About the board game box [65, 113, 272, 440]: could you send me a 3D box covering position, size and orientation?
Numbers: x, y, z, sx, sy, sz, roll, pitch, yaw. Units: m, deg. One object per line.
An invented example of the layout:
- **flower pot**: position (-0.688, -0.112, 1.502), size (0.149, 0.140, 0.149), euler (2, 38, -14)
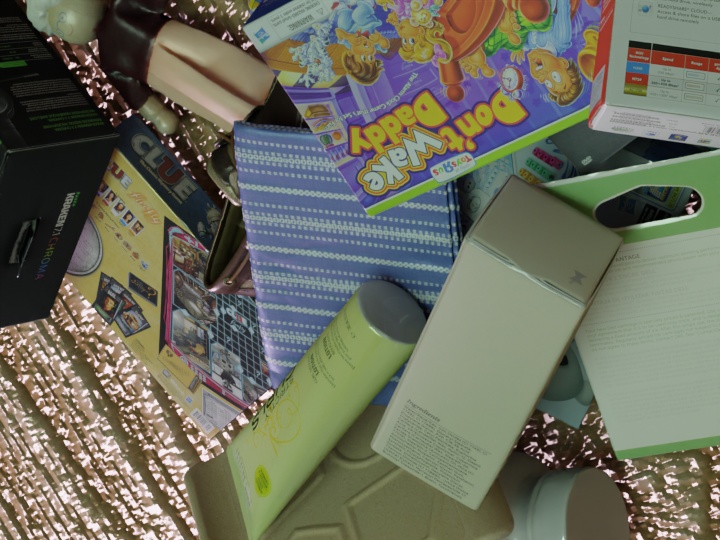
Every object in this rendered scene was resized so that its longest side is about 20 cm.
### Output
- **board game box**: position (-0.128, 0.007, 1.624), size (0.200, 0.035, 0.135), euler (49, 137, -1)

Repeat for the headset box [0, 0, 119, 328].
- **headset box**: position (-0.265, -0.077, 1.610), size (0.200, 0.093, 0.174), euler (51, 133, 28)

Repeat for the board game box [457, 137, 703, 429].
- **board game box**: position (0.084, -0.027, 1.460), size (0.199, 0.043, 0.200), euler (25, 125, 5)

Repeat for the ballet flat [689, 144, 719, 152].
- **ballet flat**: position (0.179, -0.112, 1.359), size (0.200, 0.068, 0.068), euler (32, 123, 5)

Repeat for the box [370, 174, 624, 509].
- **box**: position (0.077, 0.045, 1.386), size (0.082, 0.068, 0.200), euler (31, 136, 6)

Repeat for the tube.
- **tube**: position (-0.030, 0.087, 1.485), size (0.052, 0.058, 0.200), euler (39, 128, 0)

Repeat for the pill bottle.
- **pill bottle**: position (0.069, 0.176, 1.548), size (0.200, 0.111, 0.111), euler (-9, 108, 35)

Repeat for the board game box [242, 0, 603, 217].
- **board game box**: position (0.055, -0.128, 1.300), size (0.200, 0.045, 0.135), euler (-24, 111, 30)

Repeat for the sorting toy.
- **sorting toy**: position (-0.009, 0.151, 1.527), size (0.200, 0.185, 0.036), euler (-32, 136, 12)

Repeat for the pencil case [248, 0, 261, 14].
- **pencil case**: position (-0.036, -0.245, 1.427), size (0.087, 0.078, 0.201), euler (24, 127, 45)

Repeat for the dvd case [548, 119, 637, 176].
- **dvd case**: position (0.111, -0.164, 1.298), size (0.149, 0.016, 0.200), euler (-37, 103, 31)

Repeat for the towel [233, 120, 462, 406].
- **towel**: position (0.000, 0.000, 1.467), size (0.144, 0.024, 0.201), euler (6, 123, 20)

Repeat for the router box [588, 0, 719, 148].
- **router box**: position (0.227, -0.149, 1.213), size (0.199, 0.049, 0.180), euler (8, 78, -2)

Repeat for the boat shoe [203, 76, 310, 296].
- **boat shoe**: position (-0.060, -0.062, 1.489), size (0.072, 0.072, 0.200), euler (-109, 26, -43)

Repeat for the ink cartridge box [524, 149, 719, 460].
- **ink cartridge box**: position (0.191, 0.013, 1.389), size (0.145, 0.048, 0.200), euler (-10, 118, 22)

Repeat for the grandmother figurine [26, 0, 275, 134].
- **grandmother figurine**: position (-0.131, -0.144, 1.553), size (0.200, 0.061, 0.122), euler (27, 118, 16)
